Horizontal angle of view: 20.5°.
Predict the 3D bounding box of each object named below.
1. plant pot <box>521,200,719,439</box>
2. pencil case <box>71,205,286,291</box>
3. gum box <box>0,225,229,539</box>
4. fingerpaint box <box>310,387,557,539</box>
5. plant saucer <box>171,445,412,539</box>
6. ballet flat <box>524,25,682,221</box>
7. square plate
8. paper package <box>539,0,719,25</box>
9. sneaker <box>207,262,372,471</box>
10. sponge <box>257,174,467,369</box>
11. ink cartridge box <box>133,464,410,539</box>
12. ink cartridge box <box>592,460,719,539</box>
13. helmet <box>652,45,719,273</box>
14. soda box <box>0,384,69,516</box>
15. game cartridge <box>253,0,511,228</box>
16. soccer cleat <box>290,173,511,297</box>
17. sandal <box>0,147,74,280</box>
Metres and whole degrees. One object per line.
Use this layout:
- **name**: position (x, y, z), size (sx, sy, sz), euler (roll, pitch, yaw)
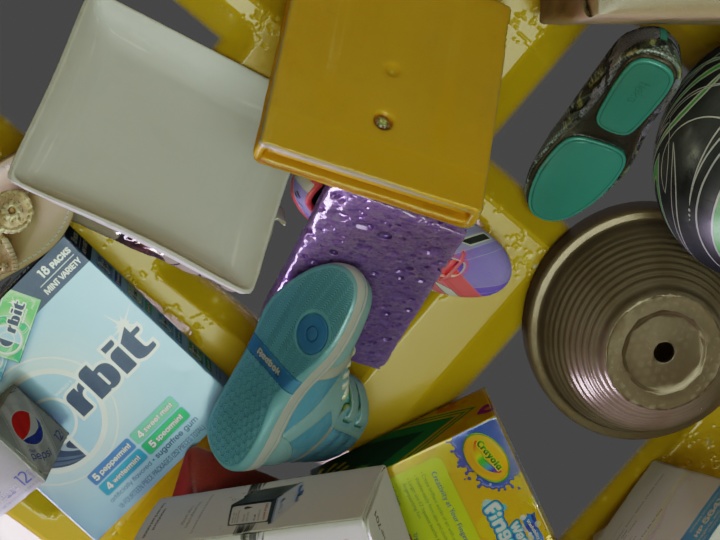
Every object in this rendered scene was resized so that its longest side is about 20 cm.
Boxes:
- **plant pot**: position (0.236, 0.051, 1.618), size (0.199, 0.093, 0.203), euler (-1, 105, -5)
- **pencil case**: position (-0.161, -0.057, 1.552), size (0.199, 0.078, 0.090), euler (25, 130, -11)
- **gum box**: position (-0.226, 0.092, 1.609), size (0.170, 0.045, 0.200), euler (-44, 106, 8)
- **fingerpaint box**: position (0.074, 0.226, 1.662), size (0.166, 0.073, 0.201), euler (-26, 108, 3)
- **plant saucer**: position (-0.079, 0.266, 1.631), size (0.198, 0.037, 0.201), euler (21, 117, 4)
- **ballet flat**: position (0.194, -0.119, 1.568), size (0.072, 0.072, 0.201), euler (23, 136, -12)
- **square plate**: position (-0.149, -0.095, 1.510), size (0.199, 0.199, 0.028), euler (26, 142, -13)
- **paper package**: position (0.245, -0.235, 1.481), size (0.198, 0.191, 0.104), euler (-1, 95, -6)
- **sneaker**: position (-0.027, 0.076, 1.584), size (0.130, 0.080, 0.200), euler (6, 129, -47)
- **sponge**: position (0.000, 0.000, 1.555), size (0.111, 0.030, 0.200), euler (19, 141, -9)
- **ink cartridge box**: position (-0.059, 0.245, 1.547), size (0.199, 0.086, 0.147), euler (-11, 112, 18)
- **ink cartridge box**: position (0.281, 0.248, 1.636), size (0.128, 0.200, 0.126), euler (39, 82, -15)
- **helmet**: position (0.320, -0.087, 1.534), size (0.190, 0.200, 0.201), euler (32, 101, -21)
- **soda box**: position (-0.325, 0.178, 1.581), size (0.200, 0.068, 0.063), euler (-37, 108, 27)
- **game cartridge**: position (0.020, -0.144, 1.504), size (0.175, 0.201, 0.032), euler (17, 146, -10)
- **soccer cleat**: position (0.033, -0.028, 1.582), size (0.199, 0.077, 0.067), euler (29, 102, -13)
- **sandal**: position (-0.295, -0.009, 1.517), size (0.211, 0.070, 0.078), euler (-35, 110, 31)
